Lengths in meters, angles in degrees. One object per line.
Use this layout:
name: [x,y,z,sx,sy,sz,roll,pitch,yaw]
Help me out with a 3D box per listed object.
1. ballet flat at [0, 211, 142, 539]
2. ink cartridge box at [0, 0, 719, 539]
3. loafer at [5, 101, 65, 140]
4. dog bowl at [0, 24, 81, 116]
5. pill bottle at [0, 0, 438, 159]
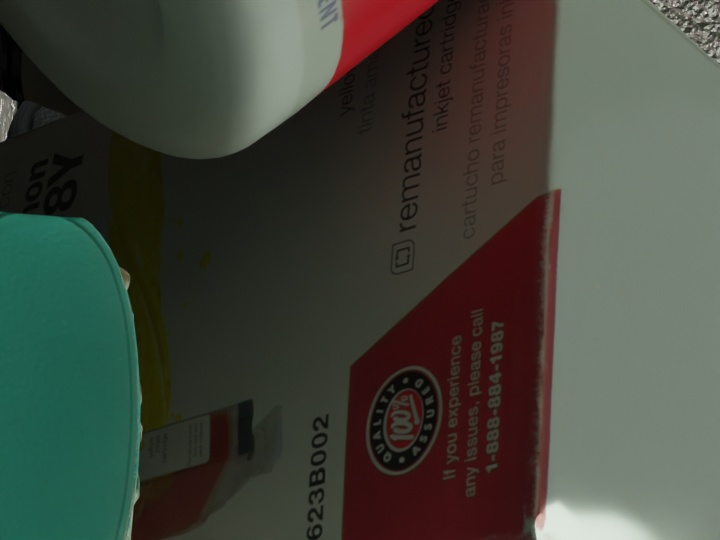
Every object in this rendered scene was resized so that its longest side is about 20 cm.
ballet flat: [-0.085,0.083,0.501,0.072,0.071,0.201,103,-6,-63]
ink cartridge box: [-0.016,0.029,0.645,0.083,0.199,0.146,33,50,-42]
loafer: [-0.047,0.018,0.991,0.072,0.200,0.063,-43,173,-38]
dog bowl: [-0.067,-0.132,0.748,0.200,0.073,0.202,-175,-90,-87]
pill bottle: [0.009,-0.122,0.593,0.200,0.112,0.112,-40,162,-24]
